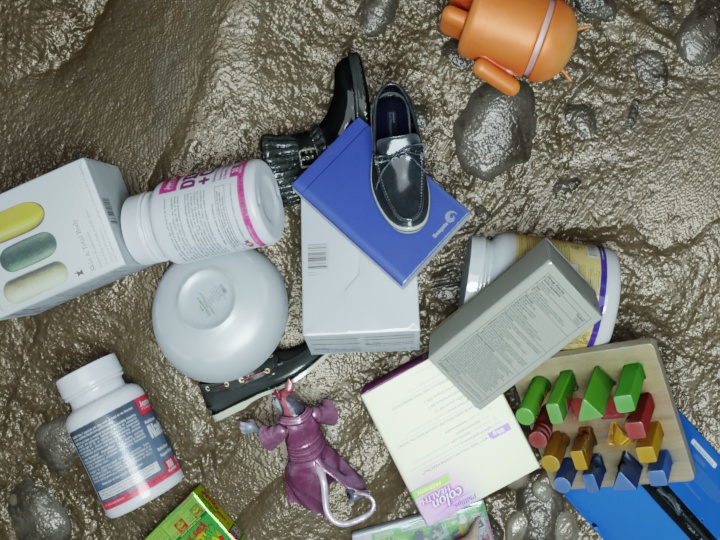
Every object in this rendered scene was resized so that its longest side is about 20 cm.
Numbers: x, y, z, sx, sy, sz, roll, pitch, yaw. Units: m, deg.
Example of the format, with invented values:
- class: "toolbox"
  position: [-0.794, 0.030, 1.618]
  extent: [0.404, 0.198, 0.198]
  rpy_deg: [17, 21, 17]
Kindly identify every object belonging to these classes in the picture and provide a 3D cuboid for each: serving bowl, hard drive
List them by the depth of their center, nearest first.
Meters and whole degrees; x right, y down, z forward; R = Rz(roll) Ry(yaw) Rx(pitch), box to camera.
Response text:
- class: "hard drive"
  position: [0.026, -0.090, 1.199]
  extent: [0.199, 0.025, 0.132]
  rpy_deg: [42, 78, 15]
- class: "serving bowl"
  position: [-0.201, 0.048, 1.274]
  extent: [0.196, 0.066, 0.204]
  rpy_deg: [-3, 72, 9]

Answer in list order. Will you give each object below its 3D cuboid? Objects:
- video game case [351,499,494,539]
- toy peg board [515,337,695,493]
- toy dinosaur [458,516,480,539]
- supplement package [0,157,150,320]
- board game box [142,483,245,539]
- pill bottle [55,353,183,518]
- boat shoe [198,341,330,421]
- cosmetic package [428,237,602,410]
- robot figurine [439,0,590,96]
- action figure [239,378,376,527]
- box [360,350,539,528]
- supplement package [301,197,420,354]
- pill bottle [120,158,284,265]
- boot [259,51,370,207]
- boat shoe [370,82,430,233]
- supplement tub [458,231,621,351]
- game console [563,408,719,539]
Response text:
- class: "video game case"
  position: [0.104, 0.438, 1.318]
  extent: [0.196, 0.022, 0.186]
  rpy_deg: [-15, 90, 3]
- class: "toy peg board"
  position: [0.302, 0.211, 1.191]
  extent: [0.197, 0.098, 0.202]
  rpy_deg: [-12, 107, 32]
- class: "toy dinosaur"
  position: [0.121, 0.441, 1.268]
  extent: [0.133, 0.086, 0.205]
  rpy_deg: [5, 86, 10]
- class: "supplement package"
  position: [-0.416, -0.040, 1.271]
  extent: [0.197, 0.151, 0.154]
  rpy_deg: [-22, 90, 3]
- class: "board game box"
  position: [-0.271, 0.416, 1.323]
  extent: [0.200, 0.048, 0.102]
  rpy_deg: [-44, 89, 3]
- class: "pill bottle"
  position: [-0.340, 0.226, 1.287]
  extent: [0.118, 0.120, 0.203]
  rpy_deg: [-26, 90, 3]
- class: "boat shoe"
  position: [-0.134, 0.140, 1.298]
  extent: [0.199, 0.074, 0.064]
  rpy_deg: [-27, 98, 7]
- class: "cosmetic package"
  position: [0.188, 0.068, 1.146]
  extent: [0.199, 0.073, 0.103]
  rpy_deg: [-40, 105, 21]
- class: "robot figurine"
  position: [0.207, -0.326, 1.255]
  extent: [0.196, 0.118, 0.145]
  rpy_deg: [20, 48, 2]
- class: "action figure"
  position: [-0.079, 0.245, 1.259]
  extent: [0.132, 0.149, 0.203]
  rpy_deg: [-25, 114, -9]
- class: "box"
  position: [0.121, 0.213, 1.276]
  extent: [0.174, 0.097, 0.203]
  rpy_deg: [-28, 89, 3]
- class: "supplement package"
  position: [0.000, 0.000, 1.244]
  extent: [0.152, 0.111, 0.204]
  rpy_deg: [-3, 72, 3]
- class: "pill bottle"
  position: [-0.211, -0.073, 1.236]
  extent: [0.196, 0.113, 0.116]
  rpy_deg: [-12, 90, 15]
- class: "boot"
  position: [-0.064, -0.194, 1.287]
  extent: [0.154, 0.079, 0.216]
  rpy_deg: [-1, 91, 3]
- class: "boat shoe"
  position: [0.047, -0.146, 1.172]
  extent: [0.073, 0.062, 0.204]
  rpy_deg: [-6, 72, -1]
- class: "supplement tub"
  position: [0.236, 0.029, 1.243]
  extent: [0.196, 0.145, 0.149]
  rpy_deg: [8, 91, 3]
- class: "game console"
  position: [0.417, 0.311, 1.302]
  extent: [0.200, 0.118, 0.170]
  rpy_deg: [47, 62, 1]
